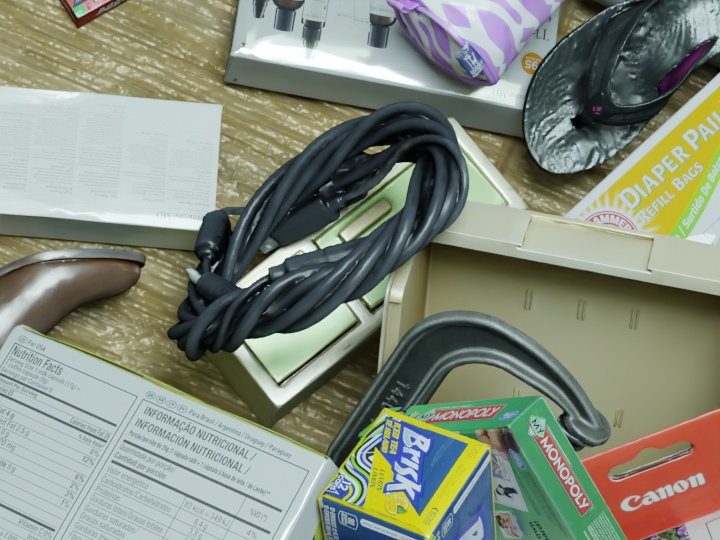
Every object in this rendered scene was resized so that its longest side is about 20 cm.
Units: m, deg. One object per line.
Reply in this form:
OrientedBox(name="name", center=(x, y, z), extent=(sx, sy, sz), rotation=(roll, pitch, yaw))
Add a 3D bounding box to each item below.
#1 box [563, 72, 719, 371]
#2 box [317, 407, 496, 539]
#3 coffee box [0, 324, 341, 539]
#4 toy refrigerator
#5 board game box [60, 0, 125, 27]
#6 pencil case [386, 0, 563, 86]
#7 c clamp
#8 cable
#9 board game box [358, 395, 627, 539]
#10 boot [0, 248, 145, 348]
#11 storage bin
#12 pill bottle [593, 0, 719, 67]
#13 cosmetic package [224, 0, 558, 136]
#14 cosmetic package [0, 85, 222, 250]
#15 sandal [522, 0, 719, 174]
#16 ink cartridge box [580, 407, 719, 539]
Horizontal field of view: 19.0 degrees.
OrientedBox(name="box", center=(0.195, -0.029, 1.316), extent=(0.200, 0.113, 0.101), rotation=(-42, 86, -15))
OrientedBox(name="box", center=(0.030, 0.169, 1.111), extent=(0.064, 0.201, 0.070), rotation=(18, 48, 25))
OrientedBox(name="coffee box", center=(-0.115, 0.180, 1.136), extent=(0.199, 0.200, 0.198), rotation=(20, 71, 25))
OrientedBox(name="toy refrigerator", center=(0.000, 0.000, 1.301), extent=(0.200, 0.070, 0.076), rotation=(-38, 83, -16))
OrientedBox(name="board game box", center=(-0.123, -0.246, 1.377), extent=(0.200, 0.019, 0.103), rotation=(-32, 80, -15))
OrientedBox(name="pencil case", center=(0.099, -0.203, 1.285), extent=(0.085, 0.084, 0.200), rotation=(44, 78, -26))
OrientedBox(name="c clamp", center=(0.069, 0.114, 1.176), extent=(0.170, 0.200, 0.027), rotation=(28, 37, 3))
OrientedBox(name="cable", center=(-0.026, -0.022, 1.184), extent=(0.051, 0.199, 0.163), rotation=(55, 38, -21))
OrientedBox(name="board game box", center=(0.093, 0.157, 1.119), extent=(0.029, 0.134, 0.200), rotation=(-39, 106, -30))
OrientedBox(name="boot", center=(-0.194, 0.097, 1.253), extent=(0.186, 0.064, 0.201), rotation=(-13, 80, -12))
OrientedBox(name="storage bin", center=(0.114, 0.075, 1.207), extent=(0.199, 0.199, 0.094), rotation=(11, 35, 9))
OrientedBox(name="pill bottle", center=(0.251, -0.181, 1.365), extent=(0.199, 0.114, 0.115), rotation=(22, 73, -3))
OrientedBox(name="cosmetic package", center=(0.020, -0.145, 1.346), extent=(0.199, 0.051, 0.083), rotation=(9, 75, -7))
OrientedBox(name="cosmetic package", center=(-0.186, -0.063, 1.300), extent=(0.199, 0.051, 0.083), rotation=(5, 72, -7))
OrientedBox(name="sandal", center=(0.176, -0.135, 1.292), extent=(0.200, 0.048, 0.075), rotation=(-40, 97, 6))
OrientedBox(name="ink cartridge box", center=(0.185, 0.175, 1.158), extent=(0.109, 0.050, 0.200), rotation=(-21, 122, 6))
